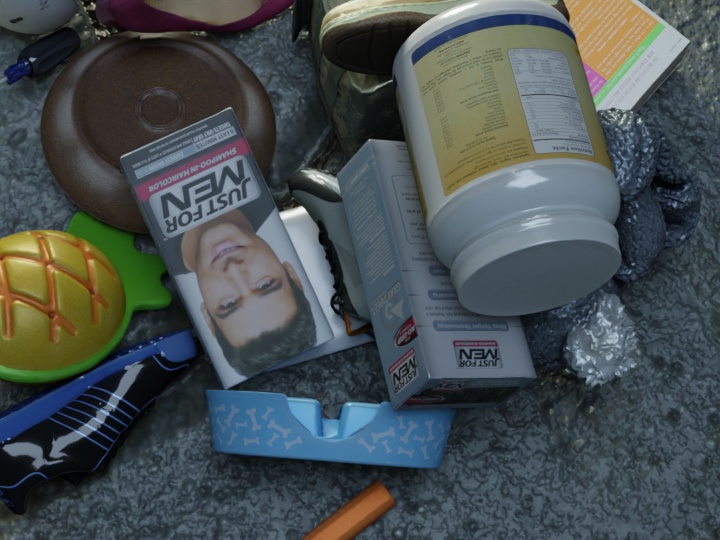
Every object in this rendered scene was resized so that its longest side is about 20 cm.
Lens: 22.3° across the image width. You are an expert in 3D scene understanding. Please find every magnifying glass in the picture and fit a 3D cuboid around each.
[{"bbox_3d":[-0.057,0.235,1.436,0.199,0.022,0.080,-36,77,-13],"label":"magnifying glass"}]

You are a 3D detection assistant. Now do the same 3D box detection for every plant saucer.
[{"bbox_3d":[-0.168,-0.127,1.526,0.199,0.037,0.202,3,63,-7],"label":"plant saucer"}]

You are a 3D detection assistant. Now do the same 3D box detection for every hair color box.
[{"bbox_3d":[0.057,0.003,1.401,0.098,0.061,0.201,1,62,-31],"label":"hair color box"},{"bbox_3d":[-0.107,-0.017,1.455,0.098,0.061,0.201,-25,93,-8],"label":"hair color box"}]

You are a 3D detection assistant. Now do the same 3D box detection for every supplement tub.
[{"bbox_3d":[0.109,-0.082,1.339,0.143,0.145,0.201,-9,66,-7],"label":"supplement tub"}]

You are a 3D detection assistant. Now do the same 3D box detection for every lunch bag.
[{"bbox_3d":[0.004,-0.215,1.513,0.117,0.164,0.201,-16,75,-10],"label":"lunch bag"}]

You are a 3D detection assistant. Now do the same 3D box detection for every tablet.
[{"bbox_3d":[-0.010,-0.002,1.522,0.199,0.014,0.131,-16,73,-10],"label":"tablet"}]

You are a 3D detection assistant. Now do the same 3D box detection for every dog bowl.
[{"bbox_3d":[-0.025,0.125,1.431,0.198,0.111,0.050,4,85,-3],"label":"dog bowl"}]

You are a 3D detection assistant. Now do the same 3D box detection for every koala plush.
[{"bbox_3d":[0.173,-0.007,1.462,0.177,0.183,0.201,7,72,44],"label":"koala plush"}]

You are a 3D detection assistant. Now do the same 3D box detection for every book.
[{"bbox_3d":[0.166,-0.207,1.588,0.200,0.048,0.134,41,76,11],"label":"book"}]

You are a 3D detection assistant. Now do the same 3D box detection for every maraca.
[{"bbox_3d":[-0.240,0.020,1.453,0.137,0.107,0.200,45,49,15],"label":"maraca"}]

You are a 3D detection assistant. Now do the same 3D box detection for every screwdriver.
[{"bbox_3d":[-0.302,-0.150,1.505,0.029,0.028,0.200,18,42,27],"label":"screwdriver"}]

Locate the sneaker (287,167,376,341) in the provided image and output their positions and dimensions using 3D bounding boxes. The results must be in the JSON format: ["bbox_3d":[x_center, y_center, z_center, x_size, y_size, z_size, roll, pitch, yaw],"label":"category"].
[{"bbox_3d":[0.000,0.000,1.478,0.079,0.074,0.201,-35,77,-9],"label":"sneaker"}]

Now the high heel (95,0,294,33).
[{"bbox_3d":[-0.118,-0.231,1.528,0.199,0.096,0.068,-18,100,-27],"label":"high heel"}]

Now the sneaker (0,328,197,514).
[{"bbox_3d":[-0.209,0.118,1.444,0.199,0.070,0.078,-28,97,-18],"label":"sneaker"}]

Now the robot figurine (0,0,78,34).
[{"bbox_3d":[-0.259,-0.296,1.535,0.124,0.150,0.201,31,85,-4],"label":"robot figurine"}]

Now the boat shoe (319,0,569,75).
[{"bbox_3d":[0.058,-0.201,1.402,0.198,0.072,0.077,-7,62,-20],"label":"boat shoe"}]
